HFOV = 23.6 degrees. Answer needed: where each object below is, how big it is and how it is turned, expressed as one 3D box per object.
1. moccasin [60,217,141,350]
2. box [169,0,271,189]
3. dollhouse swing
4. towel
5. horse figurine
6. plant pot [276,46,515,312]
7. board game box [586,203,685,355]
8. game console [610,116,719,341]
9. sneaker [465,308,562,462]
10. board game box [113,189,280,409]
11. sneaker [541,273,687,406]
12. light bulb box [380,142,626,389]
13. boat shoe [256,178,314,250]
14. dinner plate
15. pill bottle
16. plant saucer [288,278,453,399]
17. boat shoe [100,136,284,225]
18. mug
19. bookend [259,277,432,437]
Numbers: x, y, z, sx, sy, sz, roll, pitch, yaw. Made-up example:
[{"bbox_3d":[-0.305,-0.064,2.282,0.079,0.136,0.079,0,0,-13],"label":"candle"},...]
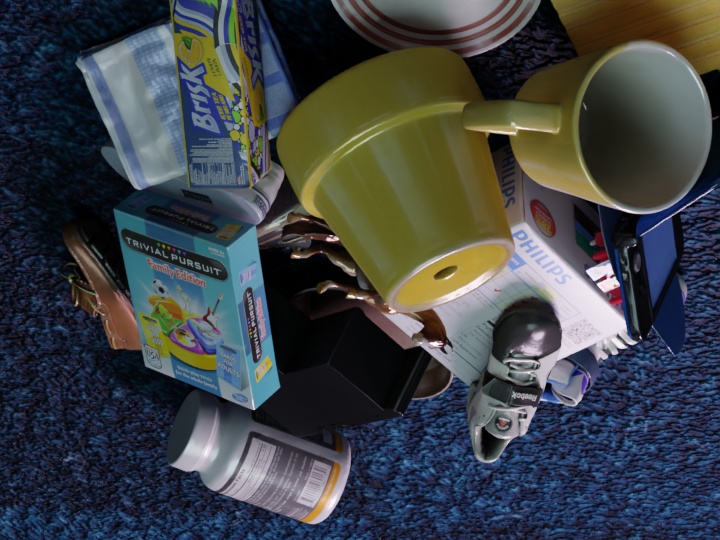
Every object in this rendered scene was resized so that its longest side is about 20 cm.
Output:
[{"bbox_3d":[-0.283,0.018,1.873,0.077,0.074,0.202,-14,146,6],"label":"moccasin"},{"bbox_3d":[-0.127,-0.179,1.567,0.064,0.070,0.201,1,108,13],"label":"box"},{"bbox_3d":[0.288,-0.200,1.517,0.175,0.182,0.200,-28,132,8],"label":"dollhouse swing"},{"bbox_3d":[-0.160,-0.171,1.629,0.199,0.024,0.147,-19,100,22],"label":"towel"},{"bbox_3d":[0.000,0.000,1.676,0.132,0.200,0.050,11,116,-38],"label":"horse figurine"},{"bbox_3d":[0.046,-0.073,1.596,0.200,0.189,0.201,-21,160,-8],"label":"plant pot"},{"bbox_3d":[0.267,-0.007,1.730,0.039,0.158,0.200,-20,134,26],"label":"board game box"},{"bbox_3d":[0.317,-0.051,1.628,0.118,0.200,0.171,-1,117,25],"label":"game console"},{"bbox_3d":[0.157,0.122,1.751,0.074,0.089,0.200,10,138,-5],"label":"sneaker"},{"bbox_3d":[-0.165,0.029,1.740,0.151,0.047,0.201,18,131,32],"label":"board game box"},{"bbox_3d":[0.255,0.084,1.840,0.199,0.147,0.081,-12,136,18],"label":"sneaker"},{"bbox_3d":[0.144,0.000,1.772,0.200,0.125,0.198,-27,129,30],"label":"light bulb box"},{"bbox_3d":[-0.076,-0.050,1.774,0.199,0.075,0.073,-21,132,27],"label":"boat shoe"},{"bbox_3d":[0.067,-0.271,1.552,0.199,0.024,0.201,2,137,2],"label":"dinner plate"},{"bbox_3d":[-0.121,0.218,2.046,0.199,0.117,0.116,22,135,-19],"label":"pill bottle"},{"bbox_3d":[0.014,0.070,1.892,0.200,0.035,0.201,19,148,13],"label":"plant saucer"},{"bbox_3d":[-0.161,-0.114,1.712,0.201,0.086,0.075,17,152,31],"label":"boat shoe"},{"bbox_3d":[0.198,-0.140,1.543,0.186,0.150,0.153,39,167,-25],"label":"mug"},{"bbox_3d":[-0.064,0.075,1.828,0.200,0.092,0.198,40,149,-21],"label":"bookend"}]
